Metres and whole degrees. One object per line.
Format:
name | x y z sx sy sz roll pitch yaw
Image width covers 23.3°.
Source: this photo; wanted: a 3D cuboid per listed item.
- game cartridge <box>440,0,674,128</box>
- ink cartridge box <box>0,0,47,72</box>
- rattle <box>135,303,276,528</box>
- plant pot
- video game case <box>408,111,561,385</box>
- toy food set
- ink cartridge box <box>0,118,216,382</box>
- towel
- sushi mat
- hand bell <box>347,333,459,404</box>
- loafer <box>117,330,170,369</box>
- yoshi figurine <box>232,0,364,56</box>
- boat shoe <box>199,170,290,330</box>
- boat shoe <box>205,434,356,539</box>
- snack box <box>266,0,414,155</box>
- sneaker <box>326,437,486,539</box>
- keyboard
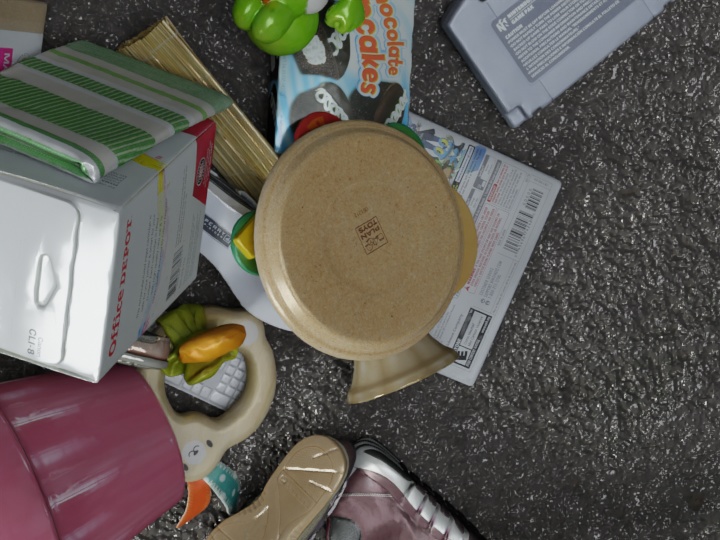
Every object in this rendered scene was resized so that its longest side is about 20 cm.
game cartridge | 0.172 -0.237 1.523 0.200 0.042 0.134 -38 103 -5
ink cartridge box | -0.322 -0.119 1.339 0.075 0.165 0.202 11 99 20
rattle | -0.118 0.135 1.457 0.129 0.142 0.202 3 97 -36
plant pot | -0.248 0.165 1.413 0.178 0.200 0.202 -22 106 -25
video game case | 0.059 -0.022 1.540 0.181 0.022 0.201 23 94 -18
toy food set | -0.001 -0.029 1.415 0.200 0.049 0.198 -47 108 -22
ink cartridge box | -0.216 -0.036 1.333 0.143 0.200 0.146 16 116 10
towel | -0.208 -0.124 1.323 0.152 0.200 0.024 22 116 16
sushi mat | -0.117 -0.119 1.439 0.200 0.095 0.012 50 59 -17
hand bell | 0.000 0.000 1.484 0.103 0.104 0.201 -22 93 -10
loafer | -0.243 0.029 1.411 0.198 0.072 0.063 13 86 14
yoshi figurine | -0.033 -0.248 1.405 0.200 0.112 0.112 -49 133 -22
boat shoe | -0.104 -0.029 1.468 0.199 0.068 0.072 37 110 -10
boat shoe | -0.071 0.222 1.520 0.072 0.065 0.200 44 106 22
snack box | -0.015 -0.192 1.462 0.115 0.037 0.202 3 88 -16
sneaker | 0.038 0.252 1.564 0.200 0.076 0.116 43 93 -7
keyboard | -0.173 0.063 1.498 0.199 0.011 0.057 27 92 -18
